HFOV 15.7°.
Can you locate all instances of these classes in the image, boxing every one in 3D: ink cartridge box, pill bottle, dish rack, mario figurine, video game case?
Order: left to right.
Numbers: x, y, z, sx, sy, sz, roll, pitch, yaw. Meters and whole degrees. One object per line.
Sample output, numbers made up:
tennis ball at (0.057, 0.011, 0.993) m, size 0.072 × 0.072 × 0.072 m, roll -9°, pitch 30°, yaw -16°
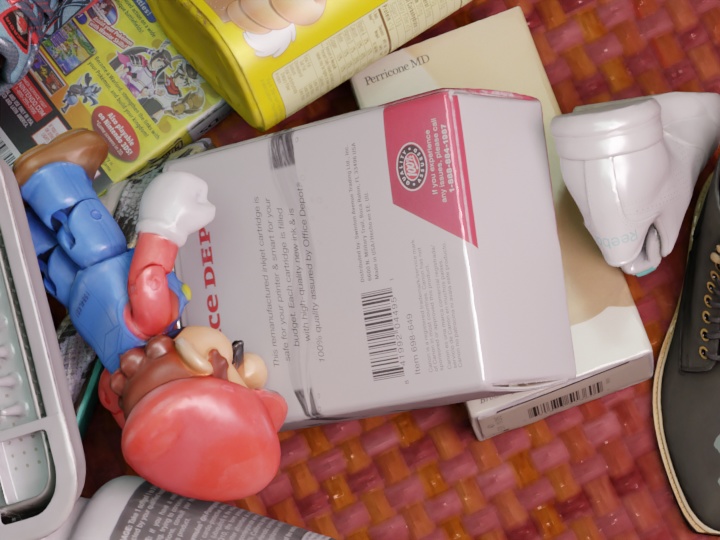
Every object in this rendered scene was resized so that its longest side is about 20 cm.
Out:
dish rack at (-0.215, 0.044, 1.293) m, size 0.171 × 0.043 × 0.202 m, roll -17°, pitch 86°, yaw 29°
video game case at (-0.178, -0.127, 1.444) m, size 0.180 × 0.026 × 0.200 m, roll -38°, pitch 75°, yaw -4°
mario figurine at (-0.096, 0.026, 1.292) m, size 0.106 × 0.124 × 0.201 m, roll -33°, pitch 68°, yaw -5°
pill bottle at (-0.092, 0.169, 1.317) m, size 0.199 × 0.111 × 0.111 m, roll 17°, pitch 78°, yaw 9°
ink cartridge box at (0.000, 0.000, 1.305) m, size 0.199 × 0.084 × 0.147 m, roll -11°, pitch 83°, yaw 39°

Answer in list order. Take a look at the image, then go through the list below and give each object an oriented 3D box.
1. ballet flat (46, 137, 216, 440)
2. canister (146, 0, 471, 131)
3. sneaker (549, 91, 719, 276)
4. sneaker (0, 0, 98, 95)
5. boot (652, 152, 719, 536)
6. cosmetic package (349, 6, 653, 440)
ballet flat at (-0.144, 0.008, 1.382) m, size 0.072 × 0.072 × 0.201 m, roll 24°, pitch 80°, yaw 11°
canister at (-0.006, -0.173, 1.373) m, size 0.199 × 0.087 × 0.149 m, roll -33°, pitch 42°, yaw -11°
sneaker at (0.141, -0.043, 1.319) m, size 0.075 × 0.200 × 0.089 m, roll -9°, pitch 94°, yaw 22°
sneaker at (-0.181, -0.134, 1.376) m, size 0.200 × 0.096 × 0.079 m, roll -45°, pitch 120°, yaw 0°
boot at (0.187, 0.027, 1.312) m, size 0.077 × 0.138 × 0.202 m, roll 0°, pitch 77°, yaw 6°
cosmetic package at (0.073, -0.024, 1.370) m, size 0.105 × 0.071 × 0.201 m, roll -21°, pitch 75°, yaw 0°
